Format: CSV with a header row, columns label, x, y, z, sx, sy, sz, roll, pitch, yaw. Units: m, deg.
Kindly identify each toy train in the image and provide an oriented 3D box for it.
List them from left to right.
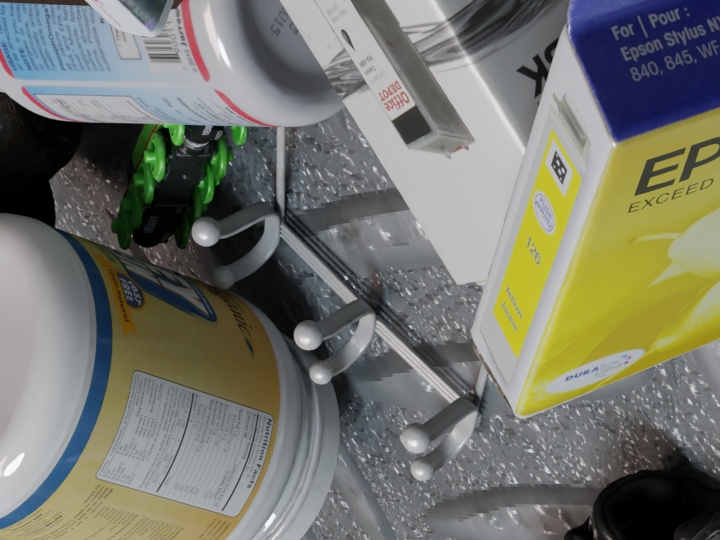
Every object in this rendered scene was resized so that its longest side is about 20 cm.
label,x,y,z,sx,sy,sz,roll,pitch,yaw
toy train,-0.082,-0.064,1.266,0.200,0.041,0.057,127,140,-65

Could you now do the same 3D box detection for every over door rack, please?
label,x,y,z,sx,sy,sz,roll,pitch,yaw
over door rack,0.000,0.000,1.203,0.148,0.067,0.200,43,151,13

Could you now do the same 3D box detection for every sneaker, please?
label,x,y,z,sx,sy,sz,roll,pitch,yaw
sneaker,0.116,0.131,1.182,0.200,0.071,0.098,-11,115,57

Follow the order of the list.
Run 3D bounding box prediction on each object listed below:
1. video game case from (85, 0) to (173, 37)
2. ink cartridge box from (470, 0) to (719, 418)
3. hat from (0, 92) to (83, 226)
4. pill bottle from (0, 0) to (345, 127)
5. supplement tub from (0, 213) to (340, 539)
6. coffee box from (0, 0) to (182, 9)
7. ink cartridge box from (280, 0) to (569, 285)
label,x,y,z,sx,sy,sz,roll,pitch,yaw
video game case,-0.074,-0.200,0.875,0.023,0.201,0.182,14,167,25
ink cartridge box,0.138,-0.052,0.793,0.047,0.197,0.200,62,159,24
hat,-0.188,-0.094,1.338,0.081,0.201,0.201,-31,99,21
pill bottle,-0.090,-0.115,1.125,0.199,0.109,0.109,5,128,42
supplement tub,-0.119,0.065,1.293,0.144,0.145,0.200,21,180,44
coffee box,-0.124,-0.201,1.007,0.080,0.114,0.201,-44,59,45
ink cartridge box,0.049,-0.118,0.903,0.201,0.147,0.083,57,150,-12
